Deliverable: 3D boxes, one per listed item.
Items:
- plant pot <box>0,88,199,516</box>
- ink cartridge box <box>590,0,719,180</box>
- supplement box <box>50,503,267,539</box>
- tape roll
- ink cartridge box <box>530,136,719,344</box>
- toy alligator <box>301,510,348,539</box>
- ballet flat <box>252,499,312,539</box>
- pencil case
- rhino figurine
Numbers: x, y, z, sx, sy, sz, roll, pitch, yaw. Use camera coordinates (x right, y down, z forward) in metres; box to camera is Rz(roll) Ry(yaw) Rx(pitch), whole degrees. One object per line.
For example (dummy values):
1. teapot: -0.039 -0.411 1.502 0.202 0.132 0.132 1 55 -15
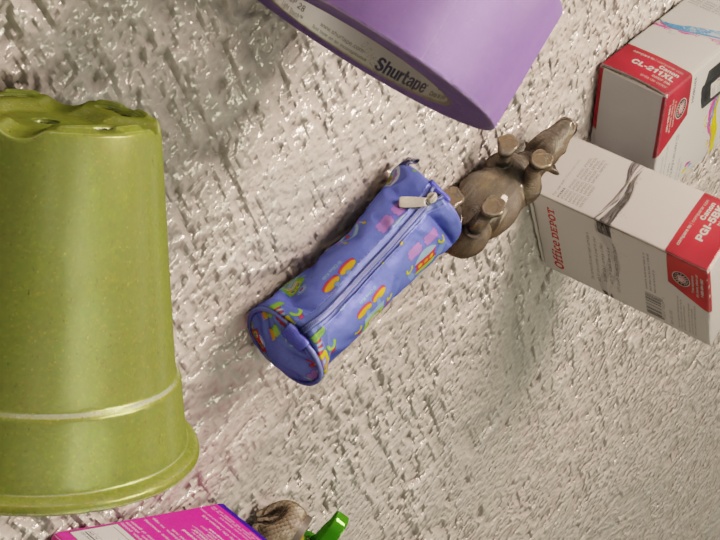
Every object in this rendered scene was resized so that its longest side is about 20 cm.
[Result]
1. plant pot: -0.179 0.004 0.751 0.200 0.199 0.191 -12 113 -52
2. ink cartridge box: 0.329 -0.185 1.426 0.200 0.083 0.146 -38 144 -32
3. supplement box: -0.156 0.259 1.072 0.200 0.103 0.102 3 115 -55
4. tape roll: 0.018 -0.173 0.846 0.085 0.199 0.200 -58 150 0
5. ink cartridge box: 0.279 -0.031 1.372 0.083 0.199 0.147 -52 150 -18
6. toy alligator: -0.077 0.308 1.288 0.201 0.059 0.054 -55 -169 -7
7. ballet flat: -0.115 0.288 1.224 0.201 0.046 0.067 -55 -178 4
8. pencil case: 0.000 0.000 1.094 0.200 0.078 0.087 -45 177 -23
9. rhino figurine: 0.135 -0.082 1.244 0.200 0.060 0.088 -41 165 -31
